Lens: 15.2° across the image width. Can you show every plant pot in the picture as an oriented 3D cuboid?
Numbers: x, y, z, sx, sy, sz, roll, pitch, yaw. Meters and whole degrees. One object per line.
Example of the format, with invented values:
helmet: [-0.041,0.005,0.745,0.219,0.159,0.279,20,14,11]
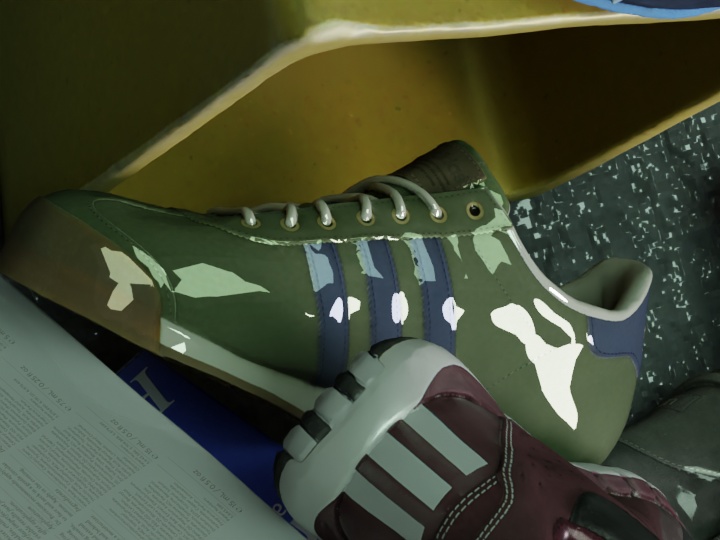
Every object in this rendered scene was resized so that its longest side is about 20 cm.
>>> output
plant pot: [-0.001,-0.132,0.772,0.195,0.194,0.201,-8,79,-32]

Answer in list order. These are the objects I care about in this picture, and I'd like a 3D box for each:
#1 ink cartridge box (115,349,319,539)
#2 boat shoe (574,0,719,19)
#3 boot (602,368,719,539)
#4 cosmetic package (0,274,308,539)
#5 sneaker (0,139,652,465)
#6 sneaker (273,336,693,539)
ink cartridge box: [-0.091,0.117,0.721,0.094,0.044,0.200,33,58,24]
boat shoe: [0.115,-0.111,0.678,0.199,0.069,0.084,-7,73,-32]
boot: [0.075,0.129,0.831,0.200,0.073,0.182,-21,78,-38]
cosmetic package: [-0.084,0.070,0.695,0.082,0.051,0.200,-33,59,-32]
sneaker: [0.000,0.000,0.752,0.200,0.067,0.090,26,89,-29]
sneaker: [0.064,0.098,0.699,0.076,0.115,0.200,-53,142,3]
